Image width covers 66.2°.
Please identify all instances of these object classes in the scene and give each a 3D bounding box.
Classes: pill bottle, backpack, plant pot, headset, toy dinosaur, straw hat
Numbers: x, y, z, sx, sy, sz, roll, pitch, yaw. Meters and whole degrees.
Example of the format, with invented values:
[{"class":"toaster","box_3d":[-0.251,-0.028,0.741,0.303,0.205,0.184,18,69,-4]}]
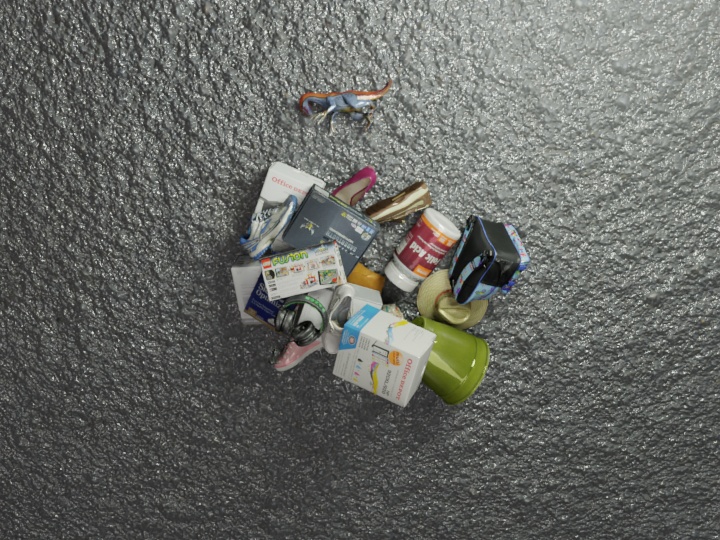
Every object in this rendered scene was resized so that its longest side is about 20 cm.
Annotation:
[{"class":"pill bottle","box_3d":[0.156,-0.050,1.428,0.114,0.114,0.201,33,111,-10]},{"class":"backpack","box_3d":[0.311,-0.009,1.404,0.133,0.184,0.201,10,128,-18]},{"class":"plant pot","box_3d":[0.208,0.225,1.483,0.192,0.201,0.201,32,112,-16]},{"class":"headset","box_3d":[-0.167,0.150,1.374,0.123,0.094,0.200,35,120,-11]},{"class":"toy dinosaur","box_3d":[-0.051,-0.401,1.338,0.180,0.105,0.201,30,75,5]},{"class":"straw hat","box_3d":[0.253,0.100,1.499,0.198,0.085,0.204,2,114,3]}]

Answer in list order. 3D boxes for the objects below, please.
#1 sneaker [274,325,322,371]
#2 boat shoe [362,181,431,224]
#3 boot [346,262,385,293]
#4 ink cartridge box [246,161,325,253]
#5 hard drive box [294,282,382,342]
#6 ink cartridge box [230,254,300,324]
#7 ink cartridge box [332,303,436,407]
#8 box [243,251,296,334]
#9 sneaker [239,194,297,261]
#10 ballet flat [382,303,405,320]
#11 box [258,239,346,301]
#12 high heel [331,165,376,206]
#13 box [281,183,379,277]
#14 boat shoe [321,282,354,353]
[{"class":"sneaker","box_3d":[-0.182,0.198,1.578,0.199,0.076,0.105,-33,112,8]},{"class":"boat shoe","box_3d":[0.090,-0.148,1.415,0.200,0.075,0.075,-26,115,14]},{"class":"boot","box_3d":[0.000,0.001,1.493,0.142,0.071,0.203,10,117,-7]},{"class":"ink cartridge box","box_3d":[-0.193,-0.155,1.425,0.144,0.084,0.202,22,113,-5]},{"class":"hard drive box","box_3d":[-0.061,0.113,1.461,0.198,0.077,0.157,17,112,-13]},{"class":"ink cartridge box","box_3d":[-0.237,0.051,1.516,0.197,0.084,0.178,-2,115,5]},{"class":"ink cartridge box","box_3d":[0.060,0.205,1.353,0.198,0.144,0.149,22,114,17]},{"class":"box","box_3d":[-0.217,0.060,1.437,0.120,0.032,0.201,31,118,2]},{"class":"sneaker","box_3d":[-0.232,-0.116,1.359,0.085,0.077,0.200,39,111,-8]},{"class":"ballet flat","box_3d":[0.112,0.184,1.558,0.075,0.064,0.201,-28,109,16]},{"class":"box","box_3d":[-0.142,0.000,1.358,0.197,0.035,0.112,-12,95,13]},{"class":"high heel","box_3d":[-0.033,-0.181,1.396,0.199,0.096,0.067,-40,105,18]},{"class":"box","box_3d":[-0.074,-0.096,1.376,0.199,0.051,0.158,31,113,-14]},{"class":"boat shoe","box_3d":[-0.057,0.132,1.389,0.070,0.070,0.202,6,114,-11]}]
